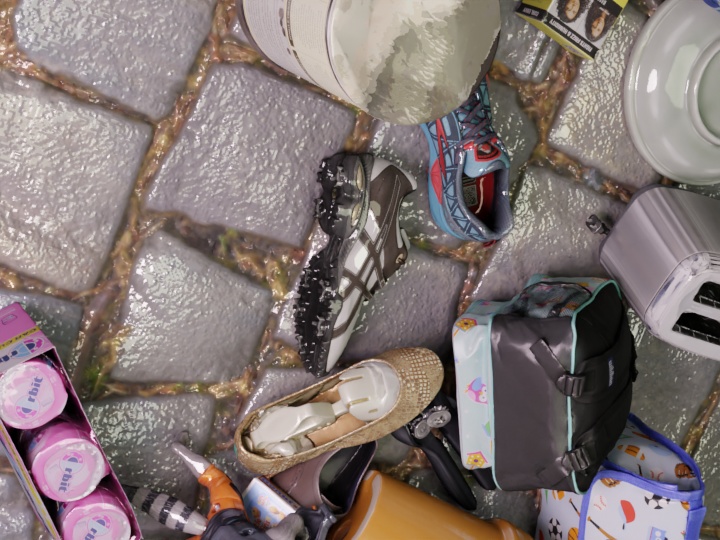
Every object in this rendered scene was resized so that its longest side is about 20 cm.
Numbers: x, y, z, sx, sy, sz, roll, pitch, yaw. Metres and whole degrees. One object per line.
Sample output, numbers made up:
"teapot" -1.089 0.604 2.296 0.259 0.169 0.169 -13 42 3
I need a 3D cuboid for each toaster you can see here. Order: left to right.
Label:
"toaster" 0.313 0.004 1.731 0.199 0.130 0.114 18 118 -30

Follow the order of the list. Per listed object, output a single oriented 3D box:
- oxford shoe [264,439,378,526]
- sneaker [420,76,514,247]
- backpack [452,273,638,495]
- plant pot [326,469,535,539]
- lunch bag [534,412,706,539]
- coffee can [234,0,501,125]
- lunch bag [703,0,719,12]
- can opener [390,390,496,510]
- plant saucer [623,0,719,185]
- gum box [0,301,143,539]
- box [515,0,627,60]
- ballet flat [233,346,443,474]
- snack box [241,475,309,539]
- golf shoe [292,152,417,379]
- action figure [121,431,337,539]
"oxford shoe" -0.056 0.212 1.663 0.071 0.072 0.201 31 91 -31
"sneaker" 0.099 -0.117 1.618 0.079 0.095 0.202 -22 115 -18
"backpack" 0.169 0.093 1.679 0.200 0.152 0.178 -32 119 -56
"plant pot" 0.047 0.282 1.681 0.183 0.200 0.201 39 88 -15
"lunch bag" 0.247 0.244 1.749 0.123 0.200 0.172 -4 109 -25
"coffee can" 0.002 -0.208 1.480 0.145 0.200 0.148 -8 110 -23
"lunch bag" 0.356 -0.293 1.642 0.199 0.082 0.163 14 73 -55
"can opener" 0.075 0.153 1.713 0.063 0.079 0.200 -43 131 -1
"plant saucer" 0.341 -0.173 1.745 0.198 0.050 0.202 -8 110 -23
"gum box" -0.253 0.140 1.519 0.066 0.113 0.201 -28 117 -15
"box" 0.221 -0.292 1.646 0.075 0.050 0.201 30 91 -31
"ballet flat" -0.022 0.122 1.616 0.199 0.071 0.065 -28 163 7
"snack box" -0.119 0.281 1.643 0.201 0.072 0.024 -55 166 9
"golf shoe" 0.000 0.000 1.619 0.094 0.078 0.202 6 105 -28
"action figure" -0.125 0.255 1.573 0.201 0.193 0.105 -58 149 -6
